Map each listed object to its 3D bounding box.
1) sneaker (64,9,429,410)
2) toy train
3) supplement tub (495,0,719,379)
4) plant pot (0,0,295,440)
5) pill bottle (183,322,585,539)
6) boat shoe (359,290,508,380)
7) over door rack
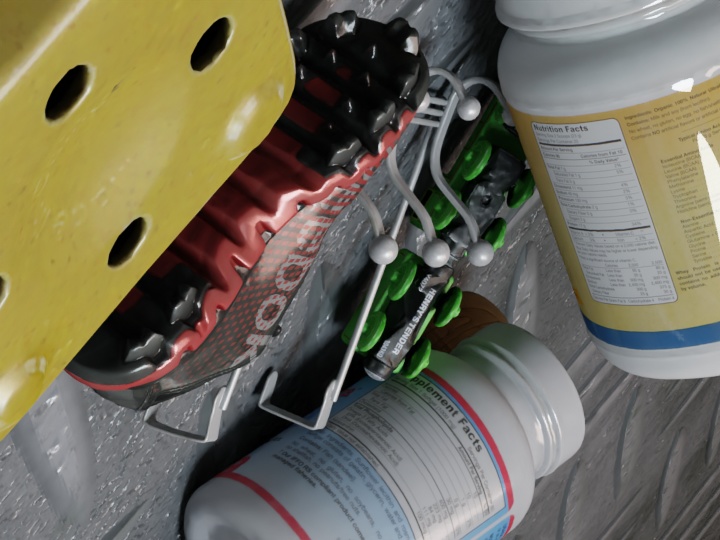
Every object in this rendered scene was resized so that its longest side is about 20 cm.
[{"bbox_3d":[-0.047,-0.020,1.104,0.201,0.071,0.098,-47,161,-17],"label":"sneaker"},{"bbox_3d":[0.054,-0.035,1.376,0.201,0.042,0.056,-59,-161,1],"label":"toy train"},{"bbox_3d":[0.148,-0.066,1.282,0.145,0.144,0.201,-39,117,-40],"label":"supplement tub"},{"bbox_3d":[-0.125,-0.074,0.583,0.196,0.200,0.194,-51,162,-15],"label":"plant pot"},{"bbox_3d":[0.016,0.109,1.396,0.200,0.109,0.109,-32,154,-30],"label":"pill bottle"},{"bbox_3d":[0.009,0.096,1.498,0.200,0.072,0.072,-57,-165,-21],"label":"boat shoe"},{"bbox_3d":[0.000,0.000,1.272,0.201,0.066,0.148,-58,162,11],"label":"over door rack"}]
